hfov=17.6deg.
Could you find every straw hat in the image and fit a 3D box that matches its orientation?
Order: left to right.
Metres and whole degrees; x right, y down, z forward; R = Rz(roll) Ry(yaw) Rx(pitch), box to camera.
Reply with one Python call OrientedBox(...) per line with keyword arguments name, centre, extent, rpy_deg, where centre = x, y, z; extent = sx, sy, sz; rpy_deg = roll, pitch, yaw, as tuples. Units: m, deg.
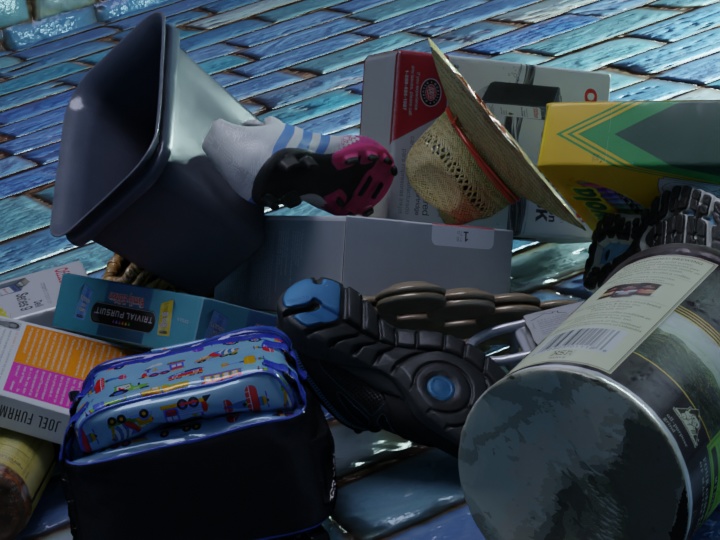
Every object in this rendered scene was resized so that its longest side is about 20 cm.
OrientedBox(name="straw hat", centre=(0.083, -0.081, 1.816), extent=(0.085, 0.201, 0.201), rpy_deg=(-39, 15, 6))

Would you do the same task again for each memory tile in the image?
OrientedBox(name="memory tile", centre=(0.054, 0.036, 1.689), extent=(0.199, 0.017, 0.153), rpy_deg=(7, -18, -42))

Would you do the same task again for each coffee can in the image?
OrientedBox(name="coffee can", centre=(0.166, 0.087, 1.396), extent=(0.145, 0.148, 0.200), rpy_deg=(-3, 20, 32))

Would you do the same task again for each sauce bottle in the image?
OrientedBox(name="sauce bottle", centre=(-0.256, 0.140, 1.711), extent=(0.065, 0.067, 0.200), rpy_deg=(-11, 14, 6))

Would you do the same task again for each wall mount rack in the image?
OrientedBox(name="wall mount rack", centre=(0.170, 0.054, 1.648), extent=(0.198, 0.075, 0.174), rpy_deg=(-13, 19, -2))

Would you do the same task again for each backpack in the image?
OrientedBox(name="backpack", centre=(-0.107, 0.114, 1.554), extent=(0.181, 0.136, 0.200), rpy_deg=(-12, 14, 3))

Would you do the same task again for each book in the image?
OrientedBox(name="book", centre=(-0.226, 0.087, 1.722), extent=(0.198, 0.048, 0.134), rpy_deg=(17, 18, -5))

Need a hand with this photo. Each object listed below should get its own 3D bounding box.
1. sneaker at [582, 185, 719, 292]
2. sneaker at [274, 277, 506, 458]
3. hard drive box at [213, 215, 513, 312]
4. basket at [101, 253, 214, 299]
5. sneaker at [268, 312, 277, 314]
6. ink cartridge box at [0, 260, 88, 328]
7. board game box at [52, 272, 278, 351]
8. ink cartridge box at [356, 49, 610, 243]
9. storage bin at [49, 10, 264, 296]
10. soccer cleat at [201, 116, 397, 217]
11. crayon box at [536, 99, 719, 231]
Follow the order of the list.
OrientedBox(name="sneaker", centre=(0.249, -0.012, 1.743), extent=(0.089, 0.079, 0.200), rpy_deg=(17, -8, -21))
OrientedBox(name="sneaker", centre=(0.028, 0.081, 1.587), extent=(0.199, 0.082, 0.073), rpy_deg=(32, 49, 15))
OrientedBox(name="hard drive box", centre=(0.000, 0.000, 1.817), extent=(0.155, 0.078, 0.199), rpy_deg=(4, -1, -33))
OrientedBox(name="basket", centre=(-0.159, -0.025, 2.023), extent=(0.141, 0.150, 0.200), rpy_deg=(-12, 17, 5))
OrientedBox(name="sneaker", centre=(0.002, -0.012, 1.986), extent=(0.115, 0.074, 0.200), rpy_deg=(-5, 17, 35))
OrientedBox(name="ink cartridge box", centre=(-0.310, 0.069, 1.942), extent=(0.198, 0.088, 0.145), rpy_deg=(-14, 16, -9))
OrientedBox(name="board game box", centre=(-0.124, 0.048, 1.809), extent=(0.150, 0.047, 0.199), rpy_deg=(15, -4, -38))
OrientedBox(name="ink cartridge box", centre=(0.104, -0.102, 1.950), extent=(0.198, 0.146, 0.084), rpy_deg=(4, -1, -22))
OrientedBox(name="storage bin", centre=(-0.153, -0.075, 1.814), extent=(0.145, 0.134, 0.201), rpy_deg=(-39, 30, 27))
OrientedBox(name="soccer cleat", centre=(-0.045, -0.088, 1.796), extent=(0.086, 0.070, 0.200), rpy_deg=(38, 17, 25))
OrientedBox(name="crayon box", centre=(0.249, -0.068, 1.785), extent=(0.171, 0.059, 0.200), rpy_deg=(0, -19, 24))
